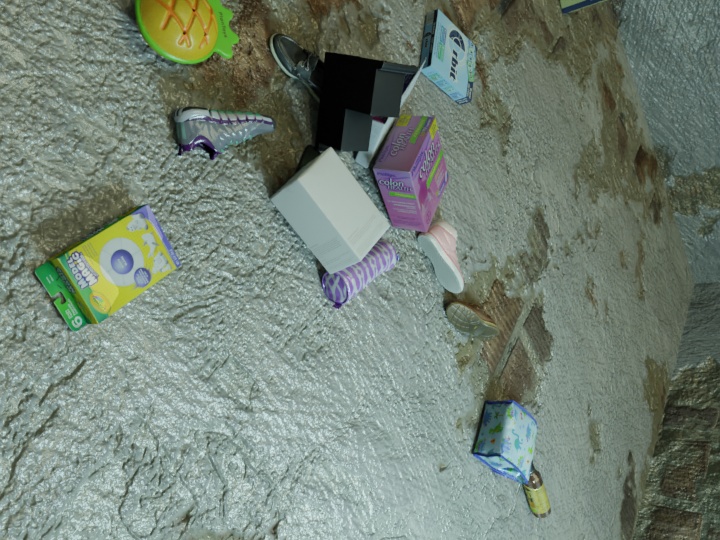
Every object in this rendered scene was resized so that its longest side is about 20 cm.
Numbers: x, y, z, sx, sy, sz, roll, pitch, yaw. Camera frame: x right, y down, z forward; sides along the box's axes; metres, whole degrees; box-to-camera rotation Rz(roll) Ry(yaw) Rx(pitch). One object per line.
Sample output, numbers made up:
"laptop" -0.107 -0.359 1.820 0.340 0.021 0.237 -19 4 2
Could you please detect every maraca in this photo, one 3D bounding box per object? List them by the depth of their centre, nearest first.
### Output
"maraca" -0.293 -0.424 1.071 0.198 0.106 0.140 -19 100 -47

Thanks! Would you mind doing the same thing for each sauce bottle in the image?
"sauce bottle" 0.530 0.657 1.912 0.064 0.064 0.204 -34 110 -43

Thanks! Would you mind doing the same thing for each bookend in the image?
"bookend" 0.005 -0.325 1.265 0.091 0.199 0.203 -6 112 -37

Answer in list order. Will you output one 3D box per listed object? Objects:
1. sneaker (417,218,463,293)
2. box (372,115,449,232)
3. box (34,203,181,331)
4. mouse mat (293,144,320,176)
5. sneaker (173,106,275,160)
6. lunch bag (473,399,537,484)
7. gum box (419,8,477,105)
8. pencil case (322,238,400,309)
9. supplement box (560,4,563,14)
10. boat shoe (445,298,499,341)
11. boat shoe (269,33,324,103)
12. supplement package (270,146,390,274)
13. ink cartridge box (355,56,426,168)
"sneaker" 0.231 -0.045 1.635 0.105 0.075 0.202 -48 117 -32
"box" 0.125 -0.228 1.476 0.178 0.095 0.202 -64 148 -29
"box" -0.389 -0.006 0.976 0.200 0.048 0.119 -43 117 -39
"mouse mat" -0.076 -0.153 1.360 0.199 0.007 0.164 40 58 -38
"sneaker" -0.247 -0.246 1.145 0.197 0.074 0.090 -5 100 -37
"lunch bag" 0.426 0.485 1.767 0.199 0.126 0.173 37 60 -28
"gum box" 0.245 -0.582 1.719 0.198 0.044 0.174 22 71 -44
"pencil case" 0.000 0.000 1.380 0.199 0.083 0.087 -33 133 -42
"supplement box" 0.837 -1.081 2.296 0.133 0.197 0.204 -31 110 -42
"boat shoe" 0.300 0.126 1.712 0.198 0.072 0.068 30 32 -33
"boat shoe" -0.104 -0.424 1.308 0.199 0.065 0.076 44 56 -36
"supplement package" -0.060 -0.118 1.257 0.201 0.120 0.120 51 54 -14
"ink cartridge box" 0.065 -0.361 1.408 0.043 0.201 0.198 29 58 2
